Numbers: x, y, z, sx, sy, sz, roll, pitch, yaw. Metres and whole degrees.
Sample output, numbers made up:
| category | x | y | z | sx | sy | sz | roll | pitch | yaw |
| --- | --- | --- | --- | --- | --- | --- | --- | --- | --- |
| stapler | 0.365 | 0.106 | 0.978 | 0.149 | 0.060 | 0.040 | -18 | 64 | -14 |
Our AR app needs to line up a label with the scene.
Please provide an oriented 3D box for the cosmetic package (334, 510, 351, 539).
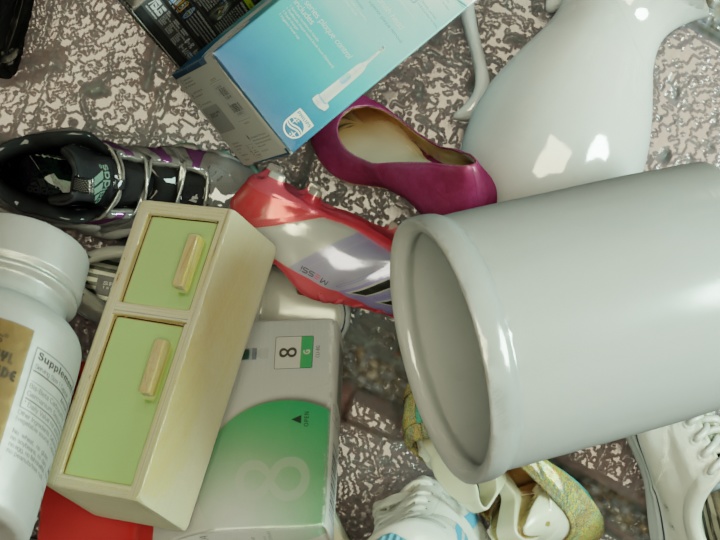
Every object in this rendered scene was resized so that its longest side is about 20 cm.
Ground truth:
| category | x | y | z | sx | sy | sz | roll | pitch | yaw |
| --- | --- | --- | --- | --- | --- | --- | --- | --- | --- |
| cosmetic package | -0.016 | 0.238 | 1.713 | 0.073 | 0.104 | 0.200 | -29 | 89 | -3 |

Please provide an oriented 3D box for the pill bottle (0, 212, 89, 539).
| category | x | y | z | sx | sy | sz | roll | pitch | yaw |
| --- | --- | --- | --- | --- | --- | --- | --- | --- | --- |
| pill bottle | -0.239 | 0.070 | 1.597 | 0.114 | 0.114 | 0.200 | 14 | 61 | -1 |

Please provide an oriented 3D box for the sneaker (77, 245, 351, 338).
| category | x | y | z | sx | sy | sz | roll | pitch | yaw |
| --- | --- | --- | --- | --- | --- | --- | --- | --- | --- |
| sneaker | -0.106 | 0.025 | 1.729 | 0.200 | 0.071 | 0.073 | 6 | 89 | -1 |

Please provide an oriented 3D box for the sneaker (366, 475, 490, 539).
| category | x | y | z | sx | sy | sz | roll | pitch | yaw |
| --- | --- | --- | --- | --- | --- | --- | --- | --- | --- |
| sneaker | 0.034 | 0.181 | 1.669 | 0.076 | 0.200 | 0.081 | -29 | 75 | 9 |

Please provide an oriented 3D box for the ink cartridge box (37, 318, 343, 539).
| category | x | y | z | sx | sy | sz | roll | pitch | yaw |
| --- | --- | --- | --- | --- | --- | --- | --- | --- | --- |
| ink cartridge box | -0.114 | 0.111 | 1.665 | 0.200 | 0.050 | 0.161 | -1 | 55 | 5 |

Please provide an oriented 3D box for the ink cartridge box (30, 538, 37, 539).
| category | x | y | z | sx | sy | sz | roll | pitch | yaw |
| --- | --- | --- | --- | --- | --- | --- | --- | --- | --- |
| ink cartridge box | -0.187 | 0.219 | 1.661 | 0.162 | 0.200 | 0.050 | 7 | 96 | -1 |

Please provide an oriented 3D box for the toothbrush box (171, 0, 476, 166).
| category | x | y | z | sx | sy | sz | roll | pitch | yaw |
| --- | --- | --- | --- | --- | --- | --- | --- | --- | --- |
| toothbrush box | -0.012 | -0.164 | 1.659 | 0.200 | 0.146 | 0.085 | -39 | 98 | -11 |

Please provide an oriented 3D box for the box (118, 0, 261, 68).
| category | x | y | z | sx | sy | sz | roll | pitch | yaw |
| --- | --- | --- | --- | --- | --- | --- | --- | --- | --- |
| box | -0.085 | -0.213 | 1.666 | 0.160 | 0.200 | 0.044 | -43 | 78 | 0 |

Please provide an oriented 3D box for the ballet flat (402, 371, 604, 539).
| category | x | y | z | sx | sy | sz | roll | pitch | yaw |
| --- | --- | --- | --- | --- | --- | --- | --- | --- | --- |
| ballet flat | 0.093 | 0.145 | 1.695 | 0.071 | 0.071 | 0.200 | -44 | 122 | -1 |

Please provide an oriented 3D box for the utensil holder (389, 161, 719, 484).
| category | x | y | z | sx | sy | sz | roll | pitch | yaw |
| --- | --- | --- | --- | --- | --- | --- | --- | --- | --- |
| utensil holder | 0.140 | 0.029 | 1.586 | 0.200 | 0.170 | 0.170 | -13 | 90 | -17 |

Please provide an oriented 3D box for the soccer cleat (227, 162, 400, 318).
| category | x | y | z | sx | sy | sz | roll | pitch | yaw |
| --- | --- | --- | --- | --- | --- | --- | --- | --- | --- |
| soccer cleat | 0.000 | 0.000 | 1.711 | 0.200 | 0.067 | 0.077 | 27 | 101 | -7 |

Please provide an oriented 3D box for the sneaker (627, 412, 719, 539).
| category | x | y | z | sx | sy | sz | roll | pitch | yaw |
| --- | --- | --- | --- | --- | --- | --- | --- | --- | --- |
| sneaker | 0.227 | 0.119 | 1.710 | 0.073 | 0.071 | 0.200 | -25 | 105 | -37 |

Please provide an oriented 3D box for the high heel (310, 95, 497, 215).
| category | x | y | z | sx | sy | sz | roll | pitch | yaw |
| --- | --- | --- | --- | --- | --- | --- | --- | --- | --- |
| high heel | 0.023 | -0.087 | 1.681 | 0.067 | 0.096 | 0.200 | -20 | 49 | -19 |

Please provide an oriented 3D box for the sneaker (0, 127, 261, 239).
| category | x | y | z | sx | sy | sz | roll | pitch | yaw |
| --- | --- | --- | --- | --- | --- | --- | --- | --- | --- |
| sneaker | -0.162 | -0.054 | 1.693 | 0.200 | 0.140 | 0.078 | 1 | 88 | 0 |

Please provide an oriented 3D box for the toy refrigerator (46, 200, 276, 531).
| category | x | y | z | sx | sy | sz | roll | pitch | yaw |
| --- | --- | --- | --- | --- | --- | --- | --- | --- | --- |
| toy refrigerator | -0.129 | 0.059 | 1.628 | 0.076 | 0.070 | 0.200 | 7 | 70 | 31 |

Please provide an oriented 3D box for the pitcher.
| category | x | y | z | sx | sy | sz | roll | pitch | yaw |
| --- | --- | --- | --- | --- | --- | --- | --- | --- | --- |
| pitcher | 0.123 | -0.120 | 1.722 | 0.171 | 0.121 | 0.200 | 20 | 79 | 20 |

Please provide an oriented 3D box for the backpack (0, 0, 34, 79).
| category | x | y | z | sx | sy | sz | roll | pitch | yaw |
| --- | --- | --- | --- | --- | --- | --- | --- | --- | --- |
| backpack | -0.265 | -0.254 | 1.692 | 0.154 | 0.163 | 0.200 | 22 | 83 | 14 |
